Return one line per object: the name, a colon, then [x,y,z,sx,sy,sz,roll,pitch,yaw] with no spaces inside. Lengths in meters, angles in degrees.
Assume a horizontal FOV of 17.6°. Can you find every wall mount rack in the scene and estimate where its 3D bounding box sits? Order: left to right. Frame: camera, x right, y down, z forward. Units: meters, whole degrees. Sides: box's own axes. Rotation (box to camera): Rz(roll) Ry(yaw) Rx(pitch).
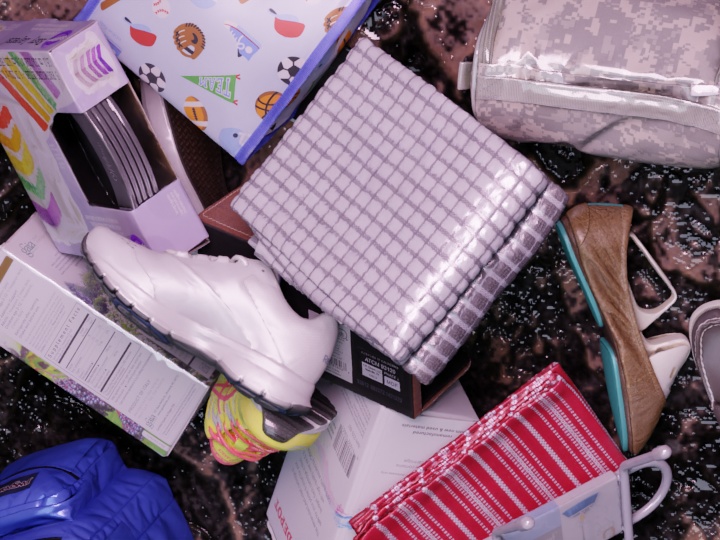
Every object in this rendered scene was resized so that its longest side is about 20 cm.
wall mount rack: [0.162,0.193,1.712,0.199,0.075,0.175,-26,136,-16]

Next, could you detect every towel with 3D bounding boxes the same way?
towel: [0.025,-0.038,1.576,0.166,0.085,0.200,-52,51,1]
towel: [0.098,0.171,1.725,0.200,0.023,0.145,-38,132,0]

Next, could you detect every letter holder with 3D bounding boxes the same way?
letter holder: [0.000,0.000,1.713,0.199,0.142,0.101,22,133,31]

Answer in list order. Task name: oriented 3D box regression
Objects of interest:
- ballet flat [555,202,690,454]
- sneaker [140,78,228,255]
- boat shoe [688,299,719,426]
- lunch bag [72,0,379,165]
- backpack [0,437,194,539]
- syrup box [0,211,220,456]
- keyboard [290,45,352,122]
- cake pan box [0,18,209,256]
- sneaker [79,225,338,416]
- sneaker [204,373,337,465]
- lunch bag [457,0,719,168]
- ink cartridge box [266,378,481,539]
ballet flat: [0.205,0.040,1.739,0.072,0.068,0.201,-17,104,1]
sneaker: [-0.149,-0.064,1.778,0.084,0.073,0.202,-7,106,28]
boat shoe: [0.306,0.116,1.736,0.071,0.061,0.202,-27,103,23]
lunch bag: [-0.076,-0.211,1.648,0.170,0.124,0.200,38,125,0]
backpack: [-0.246,0.243,1.863,0.162,0.200,0.169,-24,105,23]
syrup box: [-0.206,0.048,1.837,0.199,0.079,0.082,33,117,0]
keyboard: [-0.058,-0.184,1.733,0.199,0.021,0.128,30,118,1]
cake pan box: [-0.206,-0.094,1.715,0.200,0.052,0.185,11,133,58]
sneaker: [-0.105,0.022,1.637,0.199,0.075,0.087,32,82,-2]
sneaker: [-0.076,0.113,1.749,0.078,0.200,0.091,34,93,-10]
lunch bag: [0.178,-0.141,1.604,0.198,0.168,0.140,8,115,11]
ink cartridge box: [0.005,0.153,1.778,0.087,0.146,0.201,9,117,-23]
